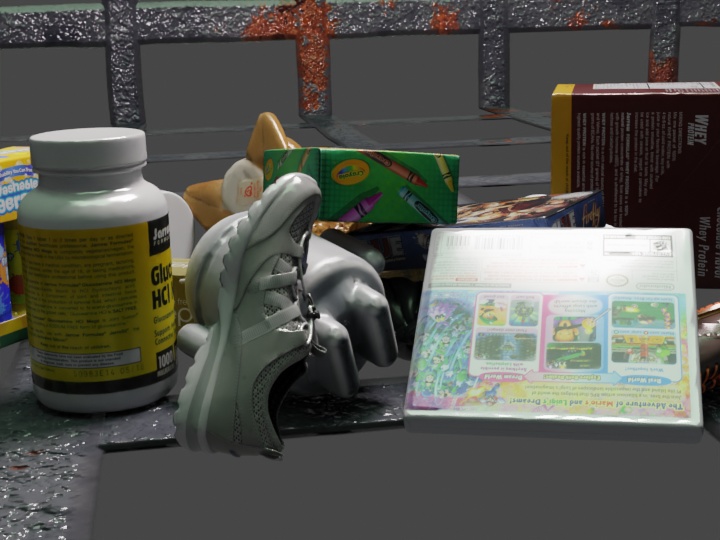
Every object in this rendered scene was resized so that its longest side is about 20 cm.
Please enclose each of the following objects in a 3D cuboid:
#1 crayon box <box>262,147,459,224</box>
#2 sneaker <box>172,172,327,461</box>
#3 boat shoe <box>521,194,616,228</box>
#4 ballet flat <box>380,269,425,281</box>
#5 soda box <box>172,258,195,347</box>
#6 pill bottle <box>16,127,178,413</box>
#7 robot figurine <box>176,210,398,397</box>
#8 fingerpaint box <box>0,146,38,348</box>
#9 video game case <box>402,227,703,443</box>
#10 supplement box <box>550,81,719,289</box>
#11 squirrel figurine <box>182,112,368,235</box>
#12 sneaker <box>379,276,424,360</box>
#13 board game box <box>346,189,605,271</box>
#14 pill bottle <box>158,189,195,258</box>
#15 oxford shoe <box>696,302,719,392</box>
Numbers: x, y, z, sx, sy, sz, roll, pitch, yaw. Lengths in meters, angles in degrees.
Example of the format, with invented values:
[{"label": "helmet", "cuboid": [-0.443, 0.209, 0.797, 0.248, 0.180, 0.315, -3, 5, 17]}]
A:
[{"label": "crayon box", "cuboid": [-0.006, -0.074, 0.975, 0.118, 0.059, 0.200, 1, 5, -17]}, {"label": "sneaker", "cuboid": [-0.055, 0.034, 0.770, 0.081, 0.201, 0.075, 15, -9, 12]}, {"label": "boat shoe", "cuboid": [0.224, 0.002, 1.072, 0.199, 0.068, 0.074, 31, 73, 34]}, {"label": "ballet flat", "cuboid": [0.000, 0.000, 1.120, 0.198, 0.071, 0.071, 0, 13, 8]}, {"label": "soda box", "cuboid": [-0.178, 0.027, 1.019, 0.198, 0.068, 0.064, 2, 13, 14]}, {"label": "pill bottle", "cuboid": [-0.199, -0.003, 0.861, 0.111, 0.202, 0.112, -1, 14, 0]}, {"label": "robot figurine", "cuboid": [-0.060, 0.023, 0.881, 0.169, 0.114, 0.199, -32, 41, -29]}, {"label": "fingerpaint box", "cuboid": [-0.346, -0.014, 1.001, 0.073, 0.168, 0.200, 5, 14, 27]}, {"label": "video game case", "cuboid": [0.139, 0.040, 0.816, 0.198, 0.024, 0.183, 1, 48, 13]}, {"label": "supplement box", "cuboid": [0.301, -0.092, 1.183, 0.198, 0.199, 0.133, 1, 13, 13]}, {"label": "squirrel figurine", "cuboid": [-0.057, -0.051, 1.247, 0.186, 0.142, 0.200, 20, 28, -54]}, {"label": "sneaker", "cuboid": [0.063, 0.026, 0.980, 0.113, 0.076, 0.200, 0, 13, 8]}, {"label": "board game box", "cuboid": [0.096, -0.034, 0.990, 0.199, 0.035, 0.135, -4, 11, 31]}, {"label": "pill bottle", "cuboid": [-0.283, -0.047, 1.248, 0.199, 0.115, 0.113, 8, 16, 37]}, {"label": "oxford shoe", "cuboid": [0.248, 0.070, 0.829, 0.198, 0.072, 0.073, -5, 33, 3]}]
